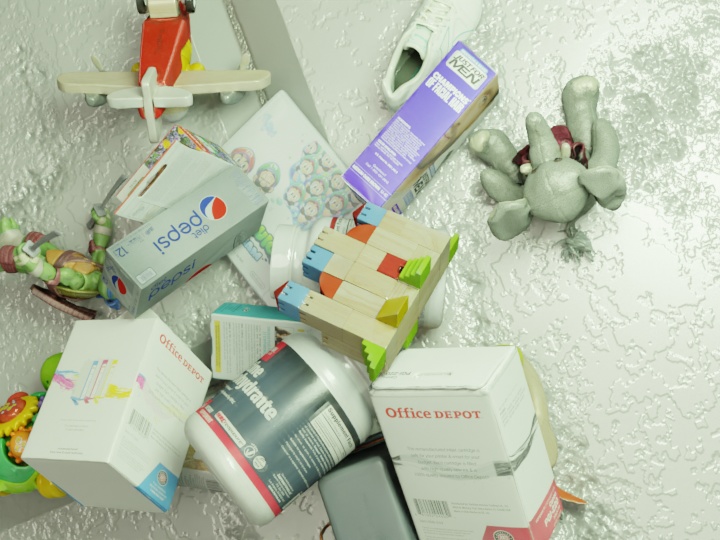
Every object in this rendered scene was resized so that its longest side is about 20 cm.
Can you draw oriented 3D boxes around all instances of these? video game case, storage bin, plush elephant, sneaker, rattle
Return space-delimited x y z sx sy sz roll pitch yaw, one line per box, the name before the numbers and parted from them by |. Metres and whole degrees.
video game case | -0.098 -0.083 1.353 0.182 0.024 0.201 -42 78 8
storage bin | 0.017 0.289 1.246 0.143 0.134 0.203 -21 81 11
plush elephant | 0.207 -0.106 1.211 0.162 0.155 0.204 -19 82 12
sneaker | 0.084 -0.271 1.292 0.070 0.080 0.203 25 91 15
rattle | 0.150 0.193 1.255 0.141 0.131 0.202 -23 108 22

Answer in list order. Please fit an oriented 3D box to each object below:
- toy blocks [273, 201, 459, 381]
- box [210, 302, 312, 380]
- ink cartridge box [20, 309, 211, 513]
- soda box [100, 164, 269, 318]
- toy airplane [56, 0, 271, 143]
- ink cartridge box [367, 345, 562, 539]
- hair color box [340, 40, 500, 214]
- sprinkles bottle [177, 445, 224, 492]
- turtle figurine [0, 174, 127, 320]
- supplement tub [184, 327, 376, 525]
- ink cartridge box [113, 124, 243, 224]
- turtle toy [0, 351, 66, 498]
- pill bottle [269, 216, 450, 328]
toy blocks | 0.001 0.008 1.156 0.135 0.101 0.201 23 58 16
box | -0.076 0.090 1.313 0.196 0.049 0.084 5 107 14
ink cartridge box | -0.267 0.151 1.269 0.123 0.129 0.203 -3 54 26
soda box | -0.197 -0.035 1.271 0.063 0.069 0.199 44 55 11
toy airplane | -0.233 -0.225 1.336 0.198 0.142 0.199 -39 62 -23
ink cartridge box | 0.109 0.183 1.144 0.144 0.085 0.203 -4 116 35
hair color box | 0.071 -0.150 1.262 0.065 0.109 0.201 40 90 11
sprinkles bottle | -0.192 0.227 1.335 0.196 0.068 0.070 6 88 13
turtle figurine | -0.374 -0.044 1.361 0.190 0.202 0.146 8 54 18
supplement tub | -0.075 0.157 1.190 0.199 0.141 0.141 -39 78 -14
ink cartridge box | -0.215 -0.105 1.267 0.050 0.200 0.109 43 97 14
turtle toy | -0.381 0.184 1.345 0.144 0.201 0.102 -7 125 36
pill bottle | 0.000 0.000 1.265 0.196 0.112 0.115 6 88 5
